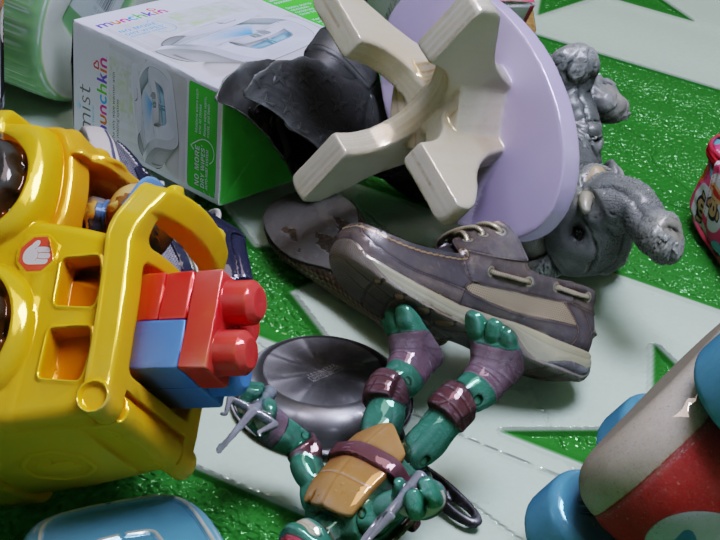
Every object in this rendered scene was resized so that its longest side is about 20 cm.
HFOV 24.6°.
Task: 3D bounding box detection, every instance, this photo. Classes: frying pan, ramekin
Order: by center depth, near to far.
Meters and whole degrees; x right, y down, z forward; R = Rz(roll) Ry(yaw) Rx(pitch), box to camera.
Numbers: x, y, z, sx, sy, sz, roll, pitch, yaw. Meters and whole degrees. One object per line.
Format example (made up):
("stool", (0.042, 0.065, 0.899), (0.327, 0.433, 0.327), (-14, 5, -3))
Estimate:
("frying pan", (-0.012, 0.092, 0.985), (0.114, 0.031, 0.190), (-6, 31, -17))
("ramekin", (-0.240, -0.232, 1.307), (0.097, 0.201, 0.200), (26, 35, 16))

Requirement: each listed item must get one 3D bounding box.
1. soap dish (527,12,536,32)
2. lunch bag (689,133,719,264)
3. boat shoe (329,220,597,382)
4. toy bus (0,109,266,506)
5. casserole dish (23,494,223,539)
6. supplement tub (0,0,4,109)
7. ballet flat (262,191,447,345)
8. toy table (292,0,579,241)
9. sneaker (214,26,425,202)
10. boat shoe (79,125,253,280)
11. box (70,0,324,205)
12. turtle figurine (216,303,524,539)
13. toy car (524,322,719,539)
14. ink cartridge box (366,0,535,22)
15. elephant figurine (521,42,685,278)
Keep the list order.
("soap dish", (0.064, -0.280, 1.546), (0.198, 0.082, 0.158), (5, 32, -1))
("lunch bag", (0.348, -0.024, 1.197), (0.175, 0.082, 0.201), (3, 33, -14))
("boat shoe", (0.066, 0.007, 1.016), (0.199, 0.074, 0.074), (26, -15, -33))
("toy bus", (-0.132, 0.013, 0.874), (0.191, 0.136, 0.201), (-7, 61, 23))
("casserole dish", (-0.105, 0.175, 0.819), (0.120, 0.039, 0.200), (-9, 36, -23))
("supplement tub", (-0.307, -0.145, 1.141), (0.121, 0.201, 0.123), (6, 32, -3))
("ballet flat", (0.000, 0.000, 1.125), (0.067, 0.047, 0.200), (-38, 42, -19))
("toy table", (0.047, -0.109, 1.086), (0.117, 0.184, 0.200), (2, 40, -50))
("sneaker", (-0.016, -0.092, 1.178), (0.060, 0.200, 0.105), (5, 53, 42))
("boat shoe", (-0.136, -0.028, 1.120), (0.092, 0.075, 0.201), (0, 39, -23))
("box", (-0.090, -0.142, 1.266), (0.199, 0.097, 0.176), (-22, 38, -40))
("turtle figurine", (0.000, 0.102, 0.896), (0.149, 0.101, 0.200), (19, 50, 30))
("toy car", (0.229, 0.130, 0.878), (0.200, 0.185, 0.177), (46, 41, 7))
("ink cartridge box", (0.061, -0.257, 1.373), (0.082, 0.147, 0.201), (-5, 63, -19))
("elephant figurine", (0.141, -0.046, 1.152), (0.141, 0.155, 0.201), (-24, 63, 12))
